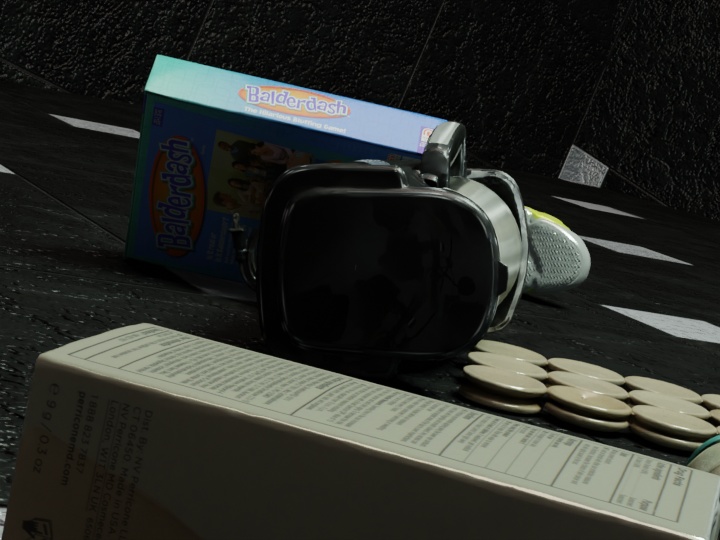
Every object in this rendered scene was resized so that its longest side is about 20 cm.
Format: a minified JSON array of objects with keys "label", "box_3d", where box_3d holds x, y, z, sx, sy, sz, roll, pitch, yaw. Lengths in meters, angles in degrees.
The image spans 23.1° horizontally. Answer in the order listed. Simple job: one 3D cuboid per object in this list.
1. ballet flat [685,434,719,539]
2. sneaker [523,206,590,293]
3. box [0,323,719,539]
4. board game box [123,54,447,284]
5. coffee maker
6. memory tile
[{"label":"ballet flat","box_3d":[0.232,0.116,0.793,0.199,0.068,0.062,6,37,-23]},{"label":"sneaker","box_3d":[0.128,-0.026,1.573,0.200,0.076,0.105,16,7,30]},{"label":"box","box_3d":[0.003,0.080,0.530,0.199,0.078,0.095,15,7,14]},{"label":"board game box","box_3d":[-0.054,-0.054,1.197,0.199,0.152,0.045,13,43,-3]},{"label":"coffee maker","box_3d":[0.000,0.000,1.050,0.192,0.135,0.200,-21,0,12]},{"label":"memory tile","box_3d":[0.158,0.080,1.051,0.199,0.017,0.153,14,7,3]}]
